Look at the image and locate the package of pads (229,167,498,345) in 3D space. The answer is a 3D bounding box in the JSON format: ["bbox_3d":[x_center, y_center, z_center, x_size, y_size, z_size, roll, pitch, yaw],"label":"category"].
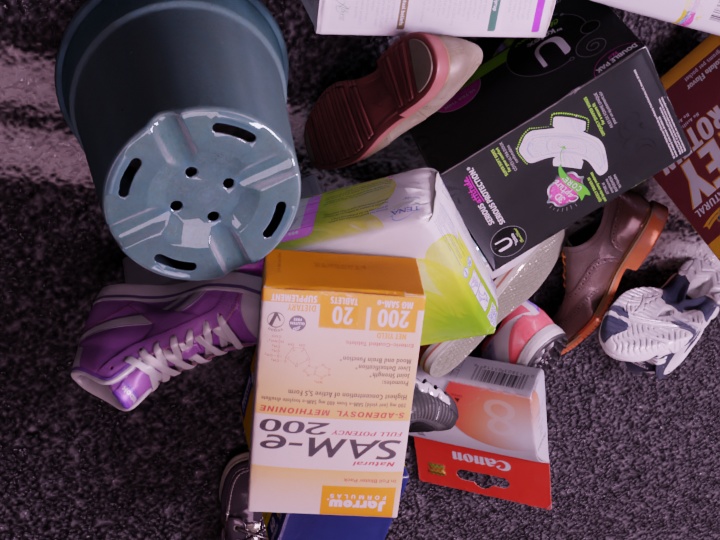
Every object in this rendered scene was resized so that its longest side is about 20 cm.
[{"bbox_3d":[0.000,0.000,1.056,0.198,0.069,0.155,-12,134,22],"label":"package of pads"}]

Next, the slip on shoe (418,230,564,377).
[{"bbox_3d":[0.122,0.017,1.232,0.200,0.061,0.074,-43,151,-3],"label":"slip on shoe"}]

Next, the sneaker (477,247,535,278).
[{"bbox_3d":[0.096,-0.032,1.190,0.199,0.074,0.082,-33,116,-1],"label":"sneaker"}]

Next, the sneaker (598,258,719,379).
[{"bbox_3d":[0.293,0.075,1.291,0.199,0.079,0.130,-33,153,-45],"label":"sneaker"}]

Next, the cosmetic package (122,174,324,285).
[{"bbox_3d":[-0.107,0.003,1.154,0.199,0.074,0.102,-25,128,1],"label":"cosmetic package"}]

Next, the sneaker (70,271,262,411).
[{"bbox_3d":[-0.150,0.068,1.037,0.199,0.115,0.073,-7,134,27],"label":"sneaker"}]

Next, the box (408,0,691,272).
[{"bbox_3d":[0.153,-0.127,1.087,0.199,0.149,0.125,-31,127,6],"label":"box"}]

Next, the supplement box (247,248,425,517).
[{"bbox_3d":[-0.022,0.091,0.989,0.125,0.074,0.202,3,115,-5],"label":"supplement box"}]

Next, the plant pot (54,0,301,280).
[{"bbox_3d":[-0.136,-0.108,0.986,0.198,0.197,0.202,-8,126,-11],"label":"plant pot"}]

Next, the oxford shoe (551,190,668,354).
[{"bbox_3d":[0.229,-0.001,1.268,0.072,0.071,0.201,28,118,-2],"label":"oxford shoe"}]

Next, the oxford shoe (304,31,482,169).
[{"bbox_3d":[0.026,-0.137,1.061,0.074,0.071,0.199,-11,171,-40],"label":"oxford shoe"}]

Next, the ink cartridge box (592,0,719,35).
[{"bbox_3d":[0.278,-0.287,1.050,0.198,0.085,0.145,8,122,-23],"label":"ink cartridge box"}]

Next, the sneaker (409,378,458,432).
[{"bbox_3d":[0.001,0.135,1.112,0.199,0.091,0.066,16,152,-30],"label":"sneaker"}]

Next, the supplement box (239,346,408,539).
[{"bbox_3d":[-0.041,0.163,1.206,0.108,0.201,0.110,5,125,-19],"label":"supplement box"}]

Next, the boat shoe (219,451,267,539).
[{"bbox_3d":[-0.117,0.285,1.358,0.071,0.065,0.201,-1,124,-14],"label":"boat shoe"}]

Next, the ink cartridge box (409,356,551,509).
[{"bbox_3d":[0.114,0.177,1.307,0.161,0.050,0.201,9,127,24],"label":"ink cartridge box"}]

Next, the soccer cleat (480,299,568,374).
[{"bbox_3d":[0.152,0.106,1.319,0.068,0.073,0.201,-22,151,-32],"label":"soccer cleat"}]

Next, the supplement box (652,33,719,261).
[{"bbox_3d":[0.365,-0.074,1.139,0.133,0.198,0.200,-41,137,15],"label":"supplement box"}]

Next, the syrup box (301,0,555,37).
[{"bbox_3d":[0.056,-0.241,1.020,0.198,0.079,0.082,-1,125,-16],"label":"syrup box"}]
